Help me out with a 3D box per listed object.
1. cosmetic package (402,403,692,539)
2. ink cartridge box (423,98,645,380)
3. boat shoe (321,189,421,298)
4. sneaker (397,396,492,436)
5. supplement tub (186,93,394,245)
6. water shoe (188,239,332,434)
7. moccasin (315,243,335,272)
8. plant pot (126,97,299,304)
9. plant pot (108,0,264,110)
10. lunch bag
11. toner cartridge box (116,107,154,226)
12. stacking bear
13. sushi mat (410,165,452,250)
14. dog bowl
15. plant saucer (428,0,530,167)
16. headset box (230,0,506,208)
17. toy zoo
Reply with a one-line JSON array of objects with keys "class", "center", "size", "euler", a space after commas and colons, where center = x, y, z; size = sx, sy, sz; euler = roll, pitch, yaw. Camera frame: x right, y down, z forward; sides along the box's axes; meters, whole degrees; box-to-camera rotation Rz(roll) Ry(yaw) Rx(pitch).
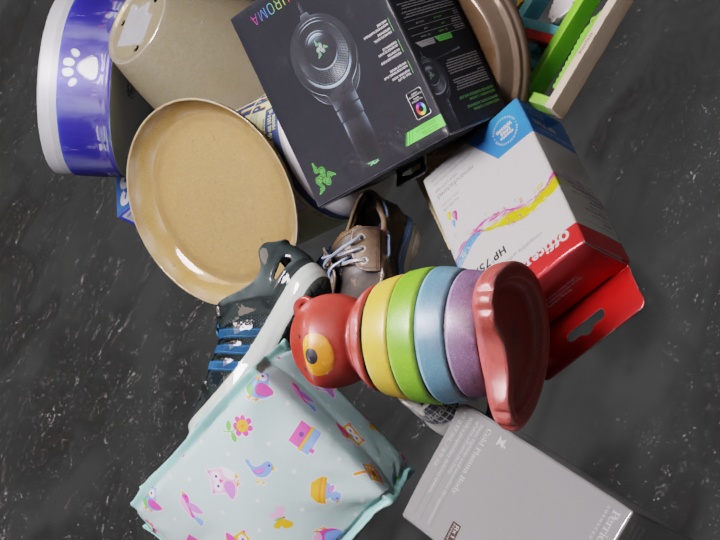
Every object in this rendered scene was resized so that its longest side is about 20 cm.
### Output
[{"class": "cosmetic package", "center": [0.134, 0.191, 1.111], "size": [0.200, 0.090, 0.107], "euler": [27, 88, 54]}, {"class": "ink cartridge box", "center": [0.139, -0.025, 1.228], "size": [0.116, 0.067, 0.201], "euler": [-41, 49, 26]}, {"class": "boat shoe", "center": [0.000, 0.000, 1.312], "size": [0.072, 0.072, 0.200], "euler": [-32, 22, 24]}, {"class": "sneaker", "center": [0.045, 0.072, 1.280], "size": [0.077, 0.080, 0.200], "euler": [-58, 38, 9]}, {"class": "supplement tub", "center": [-0.081, -0.095, 1.458], "size": [0.199, 0.145, 0.146], "euler": [-23, 54, 38]}, {"class": "water shoe", "center": [-0.101, 0.063, 1.357], "size": [0.079, 0.071, 0.200], "euler": [44, 106, 25]}, {"class": "moccasin", "center": [-0.067, 0.054, 1.412], "size": [0.068, 0.080, 0.201], "euler": [41, 101, 42]}, {"class": "plant pot", "center": [-0.133, -0.065, 1.396], "size": [0.199, 0.027, 0.202], "euler": [15, 118, 30]}, {"class": "plant pot", "center": [-0.156, -0.212, 1.562], "size": [0.187, 0.199, 0.189], "euler": [-25, 54, 38]}, {"class": "lunch bag", "center": [-0.081, 0.189, 1.273], "size": [0.200, 0.170, 0.122], "euler": [-47, -2, 19]}, {"class": "toner cartridge box", "center": [-0.242, -0.156, 1.752], "size": [0.095, 0.043, 0.201], "euler": [-33, 48, 31]}, {"class": "stacking bear", "center": [0.036, 0.053, 1.164], "size": [0.199, 0.114, 0.122], "euler": [-3, 107, 27]}, {"class": "sushi mat", "center": [0.085, -0.116, 1.388], "size": [0.096, 0.012, 0.201], "euler": [-44, 43, 22]}, {"class": "dog bowl", "center": [-0.285, -0.203, 1.635], "size": [0.078, 0.200, 0.202], "euler": [4, 67, 5]}, {"class": "plant saucer", "center": [0.060, -0.186, 1.333], "size": [0.199, 0.029, 0.202], "euler": [15, 116, 34]}, {"class": "headset box", "center": [0.008, -0.171, 1.300], "size": [0.174, 0.093, 0.201], "euler": [-25, 91, 43]}, {"class": "toy zoo", "center": [0.146, -0.218, 1.358], "size": [0.200, 0.020, 0.132], "euler": [27, 85, 52]}]
